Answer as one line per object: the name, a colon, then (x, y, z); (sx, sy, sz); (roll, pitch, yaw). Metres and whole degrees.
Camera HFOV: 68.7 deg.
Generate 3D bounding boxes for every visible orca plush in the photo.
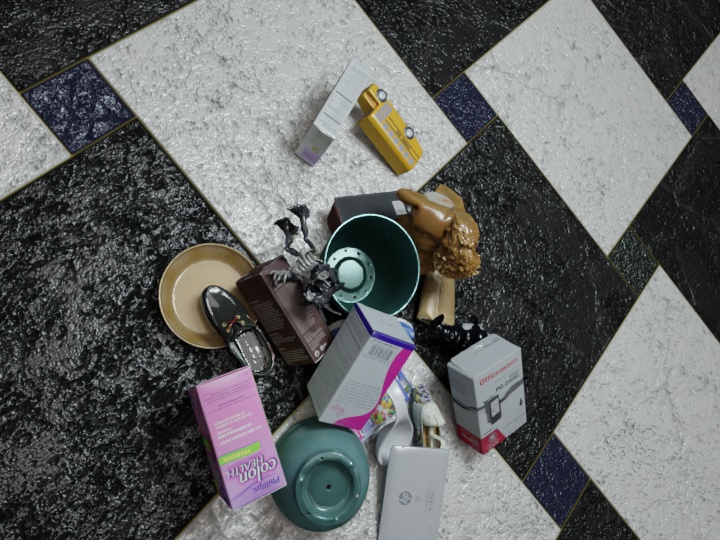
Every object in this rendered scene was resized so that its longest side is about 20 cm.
orca plush: (0.240, 0.147, 1.172); (0.199, 0.071, 0.107); (37, 82, -36)

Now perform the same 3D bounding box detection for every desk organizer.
desk organizer: (0.030, -0.121, 1.172); (0.196, 0.077, 0.073); (-10, 65, -25)

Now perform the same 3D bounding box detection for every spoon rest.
spoon rest: (0.066, 0.308, 1.053); (0.098, 0.060, 0.205); (-25, 121, -31)

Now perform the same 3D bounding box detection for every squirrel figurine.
squirrel figurine: (0.153, -0.052, 1.091); (0.140, 0.190, 0.199); (-17, 46, -43)

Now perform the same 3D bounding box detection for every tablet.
tablet: (0.108, 0.456, 1.060); (0.127, 0.014, 0.206); (7, 91, -13)

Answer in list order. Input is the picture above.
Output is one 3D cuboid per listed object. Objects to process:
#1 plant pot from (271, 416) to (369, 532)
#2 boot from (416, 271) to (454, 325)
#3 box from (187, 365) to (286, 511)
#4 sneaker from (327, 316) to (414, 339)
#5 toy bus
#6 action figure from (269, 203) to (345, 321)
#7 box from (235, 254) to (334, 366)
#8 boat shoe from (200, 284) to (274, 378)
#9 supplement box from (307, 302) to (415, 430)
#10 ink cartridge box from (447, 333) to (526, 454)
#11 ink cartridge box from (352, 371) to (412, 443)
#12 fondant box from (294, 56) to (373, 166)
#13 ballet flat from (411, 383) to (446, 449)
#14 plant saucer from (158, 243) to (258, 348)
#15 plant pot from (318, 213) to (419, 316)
plant pot: (-0.067, 0.380, 0.959); (0.195, 0.134, 0.206); (2, 82, -13)
boot: (0.153, 0.013, 1.205); (0.171, 0.066, 0.205); (16, 73, -17)
box: (-0.221, 0.284, 0.915); (0.095, 0.175, 0.204); (-17, 84, -25)
sneaker: (0.025, 0.149, 1.095); (0.195, 0.079, 0.091); (-3, 70, -23)
toy bus: (0.061, -0.328, 1.230); (0.200, 0.065, 0.079); (48, 65, -21)
action figure: (-0.102, -0.006, 0.936); (0.101, 0.118, 0.204); (-8, 75, -53)
box: (-0.144, 0.081, 1.016); (0.075, 0.099, 0.203); (-43, 109, -40)
boat shoe: (-0.227, 0.110, 0.983); (0.073, 0.063, 0.204); (-34, 90, -24)
supplement box: (-0.003, 0.179, 0.971); (0.100, 0.104, 0.203); (22, 107, -30)
ink cartridge box: (0.275, 0.264, 1.135); (0.143, 0.083, 0.204); (-25, 117, -25)
ink cartridge box: (0.019, 0.262, 1.100); (0.199, 0.042, 0.121); (-36, 92, -28)
fondant box: (-0.061, -0.347, 1.162); (0.058, 0.144, 0.203); (33, 67, -13)
ballet flat: (0.153, 0.344, 1.117); (0.070, 0.072, 0.206); (3, 75, -22)
plant saucer: (-0.288, 0.050, 1.024); (0.195, 0.035, 0.206); (6, 75, -21)
plant pot: (0.000, 0.000, 1.082); (0.195, 0.161, 0.206); (2, 84, -19)
